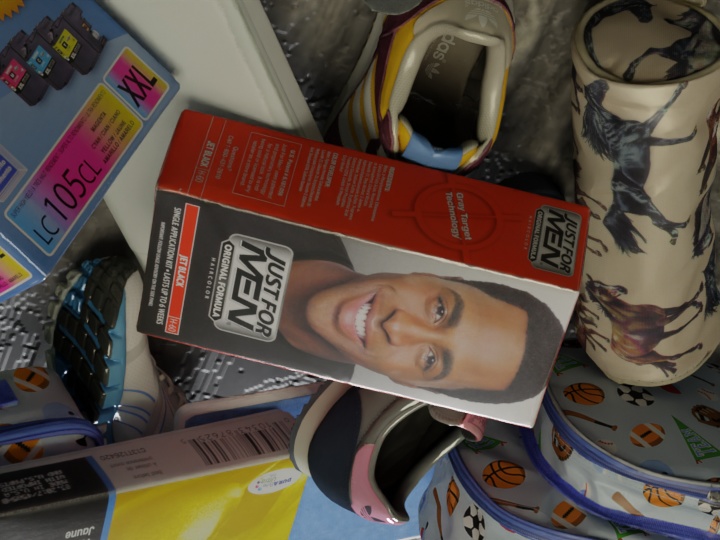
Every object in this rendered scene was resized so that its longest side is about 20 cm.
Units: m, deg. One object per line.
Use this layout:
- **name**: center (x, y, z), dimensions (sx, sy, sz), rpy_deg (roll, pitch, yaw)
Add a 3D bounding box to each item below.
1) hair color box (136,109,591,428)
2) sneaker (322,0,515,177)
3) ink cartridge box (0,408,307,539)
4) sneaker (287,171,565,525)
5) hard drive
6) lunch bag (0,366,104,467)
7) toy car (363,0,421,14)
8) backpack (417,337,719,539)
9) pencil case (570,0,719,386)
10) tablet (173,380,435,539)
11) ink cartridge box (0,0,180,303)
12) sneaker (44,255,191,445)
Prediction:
- **hair color box**: center (0.000, 0.000, 1.095), dimensions (0.200, 0.061, 0.102), rpy_deg (13, 135, 0)
- **sneaker**: center (0.023, -0.062, 1.125), dimensions (0.075, 0.090, 0.200), rpy_deg (9, 127, -9)
- **ink cartridge box**: center (-0.134, 0.176, 1.209), dimensions (0.197, 0.047, 0.200), rpy_deg (-11, 128, -36)
- **sneaker**: center (0.053, 0.044, 1.176), dimensions (0.200, 0.082, 0.070), rpy_deg (-53, 137, 3)
- **hard drive**: center (-0.087, -0.077, 1.121), dimensions (0.132, 0.026, 0.200), rpy_deg (-1, 133, 30)
- **lunch bag**: center (-0.232, 0.129, 1.173), dimensions (0.200, 0.076, 0.160), rpy_deg (-12, 134, -31)
- **toy car**: center (0.034, -0.203, 0.988), dimensions (0.164, 0.158, 0.200), rpy_deg (-20, 136, 0)
- **backpack**: center (0.129, 0.127, 1.218), dimensions (0.190, 0.200, 0.154), rpy_deg (3, 112, -10)
- **pencil case**: center (0.146, -0.043, 1.155), dimensions (0.078, 0.089, 0.200), rpy_deg (14, 131, 23)
- **tablet**: center (-0.005, 0.107, 1.274), dimensions (0.200, 0.014, 0.130), rpy_deg (-10, 129, -15)
- **ink cartridge box**: center (-0.198, -0.097, 1.033), dimensions (0.200, 0.137, 0.076), rpy_deg (42, 142, -16)
- **sneaker**: center (-0.122, 0.074, 1.251), dimensions (0.087, 0.075, 0.200), rpy_deg (-12, 129, -26)
